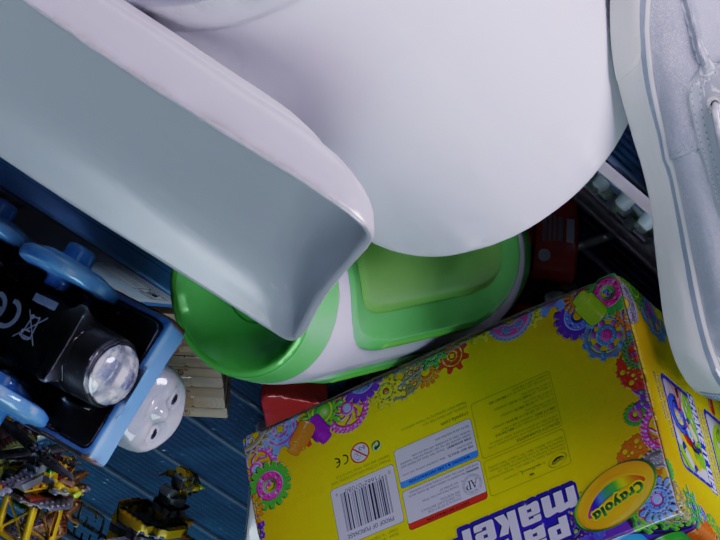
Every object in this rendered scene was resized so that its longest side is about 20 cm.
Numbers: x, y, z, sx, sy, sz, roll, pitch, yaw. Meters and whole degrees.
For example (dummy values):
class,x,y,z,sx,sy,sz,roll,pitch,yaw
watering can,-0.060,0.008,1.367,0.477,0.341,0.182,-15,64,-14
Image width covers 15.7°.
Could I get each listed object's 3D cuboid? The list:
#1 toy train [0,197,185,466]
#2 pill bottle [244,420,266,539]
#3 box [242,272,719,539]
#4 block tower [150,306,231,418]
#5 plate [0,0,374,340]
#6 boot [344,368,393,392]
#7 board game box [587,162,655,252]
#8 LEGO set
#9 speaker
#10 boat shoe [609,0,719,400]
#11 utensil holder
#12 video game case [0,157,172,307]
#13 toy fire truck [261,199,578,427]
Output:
class,x,y,z,sx,sy,sz,roll,pitch,yaw
toy train,-0.157,0.021,1.141,0.199,0.087,0.114,24,170,37
pill bottle,0.037,0.132,1.449,0.199,0.113,0.112,7,147,-3
box,0.085,0.123,1.214,0.199,0.123,0.192,-25,147,21
block tower,-0.098,0.000,1.314,0.057,0.054,0.200,2,146,2
plate,-0.087,-0.056,0.982,0.199,0.032,0.200,34,164,-1
boot,0.098,0.067,1.306,0.199,0.070,0.131,16,144,-41
board game box,0.171,0.025,1.215,0.026,0.200,0.200,-47,133,2
LEGO set,-0.169,0.078,1.281,0.153,0.117,0.200,3,-159,-45
speaker,0.000,0.000,1.171,0.088,0.089,0.200,-19,176,31
boat shoe,0.151,-0.050,1.031,0.071,0.202,0.070,-8,-175,35
utensil holder,0.001,-0.119,1.019,0.169,0.171,0.200,-14,145,25
video game case,-0.178,-0.027,1.229,0.143,0.018,0.200,34,163,-32
toy fire truck,0.027,0.024,1.341,0.140,0.049,0.200,7,147,-6
